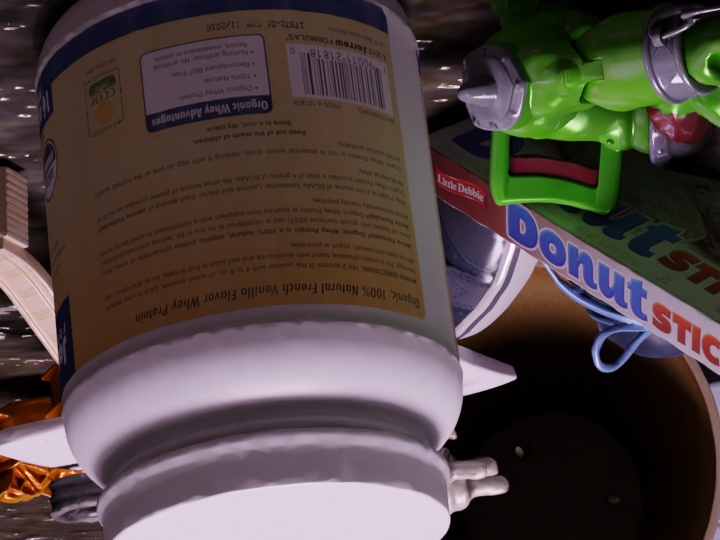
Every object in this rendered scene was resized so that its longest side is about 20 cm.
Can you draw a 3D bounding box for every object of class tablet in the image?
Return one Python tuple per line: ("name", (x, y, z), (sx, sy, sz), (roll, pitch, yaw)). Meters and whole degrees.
("tablet", (-0.043, 0.060, 1.266), (0.199, 0.014, 0.130), (-13, 169, 17))

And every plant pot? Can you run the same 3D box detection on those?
("plant pot", (0.083, 0.100, 1.406), (0.185, 0.187, 0.200), (-10, 170, 8))

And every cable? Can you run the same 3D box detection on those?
("cable", (-0.039, 0.094, 1.268), (0.199, 0.051, 0.097), (-12, 172, 5))

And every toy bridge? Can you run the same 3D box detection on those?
("toy bridge", (-0.106, 0.018, 1.257), (0.027, 0.068, 0.200), (-15, 157, 26))

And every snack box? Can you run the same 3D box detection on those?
("snack box", (0.111, -0.012, 1.082), (0.072, 0.200, 0.024), (-24, 128, -30))

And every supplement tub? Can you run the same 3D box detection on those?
("supplement tub", (-0.039, 0.003, 1.068), (0.144, 0.201, 0.145), (-6, 157, -2))

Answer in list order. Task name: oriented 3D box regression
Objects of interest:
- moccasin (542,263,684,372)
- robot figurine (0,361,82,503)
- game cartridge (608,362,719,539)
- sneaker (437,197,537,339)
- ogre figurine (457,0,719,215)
("moccasin", (0.129, 0.003, 1.215), (0.080, 0.069, 0.200), (-8, 179, 18))
("robot figurine", (-0.075, 0.081, 1.427), (0.199, 0.059, 0.145), (9, 151, -32))
("game cartridge", (0.204, 0.090, 1.478), (0.133, 0.042, 0.200), (39, 152, -10))
("sneaker", (0.000, 0.000, 1.233), (0.079, 0.079, 0.200), (0, 159, -31))
("ogre figurine", (0.101, -0.071, 1.058), (0.119, 0.099, 0.200), (-6, -158, 10))
